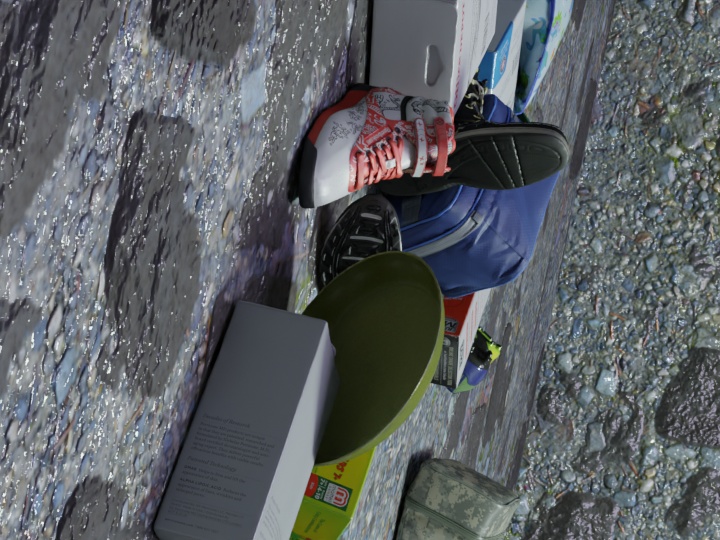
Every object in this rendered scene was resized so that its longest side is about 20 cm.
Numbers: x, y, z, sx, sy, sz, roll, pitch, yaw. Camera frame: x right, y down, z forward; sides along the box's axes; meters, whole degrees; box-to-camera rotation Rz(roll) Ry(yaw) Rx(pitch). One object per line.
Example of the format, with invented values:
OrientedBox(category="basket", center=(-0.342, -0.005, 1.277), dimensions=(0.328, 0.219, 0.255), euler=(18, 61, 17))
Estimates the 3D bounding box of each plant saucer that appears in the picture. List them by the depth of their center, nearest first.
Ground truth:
OrientedBox(category="plant saucer", center=(0.001, 0.078, 1.442), dimensions=(0.031, 0.200, 0.201), euler=(35, 60, -34))

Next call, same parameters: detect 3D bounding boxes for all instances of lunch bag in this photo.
OrientedBox(category="lunch bag", center=(0.109, -0.089, 1.800), dimensions=(0.132, 0.136, 0.200), euler=(41, 52, -28))
OrientedBox(category="lunch bag", center=(0.190, -0.305, 2.045), dimensions=(0.170, 0.127, 0.201), euler=(-60, 148, -56))
OrientedBox(category="lunch bag", center=(0.123, 0.359, 2.379), dimensions=(0.168, 0.139, 0.200), euler=(-62, 167, 2))

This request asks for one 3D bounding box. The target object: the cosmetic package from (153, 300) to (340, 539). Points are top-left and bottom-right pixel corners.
OrientedBox(category="cosmetic package", center=(-0.083, 0.138, 1.341), dimensions=(0.113, 0.081, 0.201), euler=(82, 22, -59))

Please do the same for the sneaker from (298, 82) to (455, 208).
OrientedBox(category="sneaker", center=(0.021, -0.106, 1.506), dimensions=(0.201, 0.108, 0.067), euler=(-56, 156, -59))

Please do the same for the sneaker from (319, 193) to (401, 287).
OrientedBox(category="sneaker", center=(0.000, 0.000, 1.629), dimensions=(0.201, 0.074, 0.079), euler=(98, 2, -46))

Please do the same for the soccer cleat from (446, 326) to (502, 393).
OrientedBox(category="soccer cleat", center=(0.155, 0.129, 2.499), dimensions=(0.084, 0.065, 0.200), euler=(-50, 178, 13))

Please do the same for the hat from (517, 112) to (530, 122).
OrientedBox(category="hat", center=(0.114, -0.118, 2.136), dimensions=(0.200, 0.175, 0.166), euler=(-133, -138, -57))

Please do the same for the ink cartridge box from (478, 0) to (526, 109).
OrientedBox(category="ink cartridge box", center=(0.122, -0.193, 1.938), dimensions=(0.145, 0.083, 0.201), euler=(-62, 160, -53))

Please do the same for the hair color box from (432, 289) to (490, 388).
OrientedBox(category="hair color box", center=(0.122, 0.042, 2.221), dimensions=(0.102, 0.061, 0.200), euler=(90, 16, -44))

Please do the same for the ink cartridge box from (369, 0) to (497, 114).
OrientedBox(category="ink cartridge box", center=(0.074, -0.249, 1.666), dimensions=(0.200, 0.084, 0.145), euler=(-64, 161, -51))

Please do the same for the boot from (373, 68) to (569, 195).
OrientedBox(category="boot", center=(0.114, -0.152, 1.707), dimensions=(0.154, 0.203, 0.074), euler=(-73, 147, -41))

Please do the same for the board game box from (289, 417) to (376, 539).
OrientedBox(category="board game box", center=(-0.038, 0.204, 1.536), dimensions=(0.200, 0.047, 0.102), euler=(118, -7, -58))
